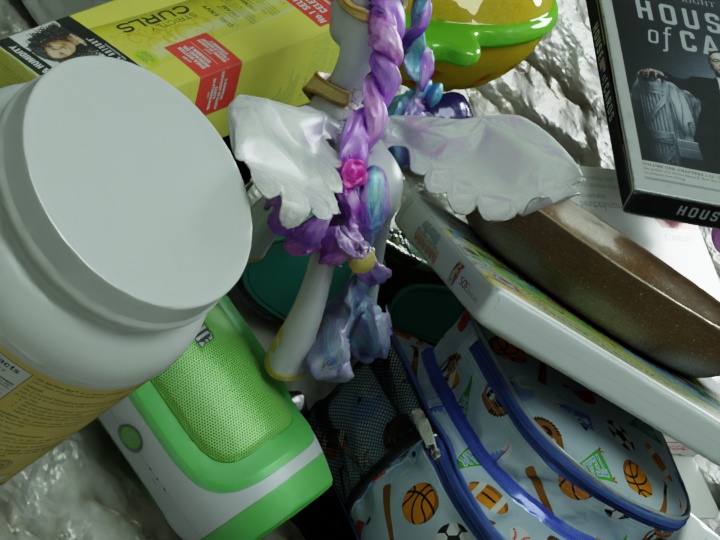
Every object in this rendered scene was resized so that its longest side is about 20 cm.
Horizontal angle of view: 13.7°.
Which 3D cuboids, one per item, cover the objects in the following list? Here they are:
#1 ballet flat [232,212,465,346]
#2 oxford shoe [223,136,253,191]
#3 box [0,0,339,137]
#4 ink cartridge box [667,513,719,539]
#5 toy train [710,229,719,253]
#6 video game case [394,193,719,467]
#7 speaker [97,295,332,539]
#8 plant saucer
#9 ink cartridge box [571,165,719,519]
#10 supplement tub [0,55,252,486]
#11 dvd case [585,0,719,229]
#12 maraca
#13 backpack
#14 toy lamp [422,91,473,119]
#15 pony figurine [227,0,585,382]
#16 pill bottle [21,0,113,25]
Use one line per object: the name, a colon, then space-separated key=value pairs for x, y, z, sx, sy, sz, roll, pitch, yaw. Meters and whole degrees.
ballet flat: x=0.000 y=0.000 z=1.625 sx=0.200 sy=0.074 sz=0.074 roll=19 pitch=51 yaw=-38
oxford shoe: x=-0.069 y=-0.083 z=1.589 sx=0.073 sy=0.084 sz=0.200 roll=36 pitch=41 yaw=-19
box: x=-0.092 y=-0.100 z=1.483 sx=0.075 sy=0.050 sz=0.200 roll=37 pitch=38 yaw=26
ink cartridge box: x=0.207 y=0.252 z=1.630 sx=0.200 sy=0.084 sz=0.145 roll=39 pitch=42 yaw=-18
toy train: x=0.238 y=-0.028 z=1.825 sx=0.200 sy=0.056 sz=0.150 roll=59 pitch=11 yaw=-47
video game case: x=0.120 y=0.039 z=1.520 sx=0.200 sy=0.023 sz=0.182 roll=31 pitch=7 yaw=-19
speaker: x=-0.099 y=0.042 z=1.468 sx=0.200 sy=0.088 sz=0.088 roll=55 pitch=39 yaw=0
plant saucer: x=0.125 y=0.001 z=1.555 sx=0.200 sy=0.037 sz=0.200 roll=34 pitch=7 yaw=-5
ink cartridge box: x=0.163 y=0.043 z=1.745 sx=0.116 sy=0.067 sz=0.200 roll=2 pitch=62 yaw=-46
supplement tub: x=-0.157 y=0.006 z=1.342 sx=0.145 sy=0.200 sz=0.146 roll=26 pitch=47 yaw=-31
dvd case: x=0.213 y=-0.100 z=1.769 sx=0.150 sy=0.025 sz=0.200 roll=9 pitch=47 yaw=-16
maraca: x=0.037 y=-0.152 z=1.712 sx=0.137 sy=0.107 sz=0.200 roll=15 pitch=22 yaw=18
backpack: x=0.079 y=0.127 z=1.515 sx=0.200 sy=0.154 sz=0.191 roll=21 pitch=36 yaw=-34
toy lamp: x=0.099 y=-0.016 z=1.685 sx=0.058 sy=0.058 sz=0.200 roll=-6 pitch=49 yaw=-47
pony figurine: x=-0.003 y=-0.047 z=1.429 sx=0.166 sy=0.200 sz=0.193 roll=4 pitch=36 yaw=-19
pill bottle: x=-0.096 y=-0.199 z=1.619 sx=0.112 sy=0.112 sz=0.200 roll=50 pitch=40 yaw=-6
